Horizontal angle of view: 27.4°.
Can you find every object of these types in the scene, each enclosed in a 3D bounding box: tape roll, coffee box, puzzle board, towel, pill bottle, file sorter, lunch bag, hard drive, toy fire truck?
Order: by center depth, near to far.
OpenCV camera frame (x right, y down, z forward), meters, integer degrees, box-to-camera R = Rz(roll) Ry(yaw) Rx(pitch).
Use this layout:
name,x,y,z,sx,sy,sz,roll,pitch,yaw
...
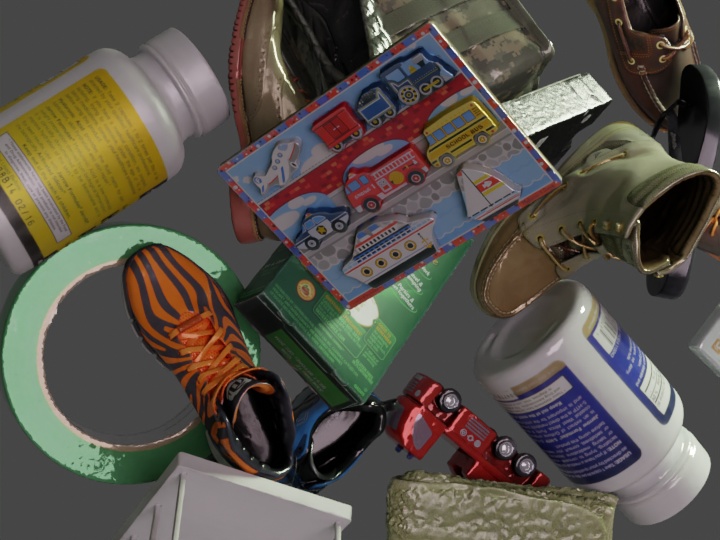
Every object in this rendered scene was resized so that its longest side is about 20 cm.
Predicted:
name,x,y,z,sx,sy,sz,roll,pitch,yaw
puzzle board,0.018,-0.066,1.039,0.200,0.017,0.151,-31,113,29
file sorter,-0.116,0.252,1.085,0.139,0.200,0.125,21,44,-19
pill bottle,-0.201,-0.094,1.091,0.200,0.111,0.111,-35,104,-14
tape roll,-0.179,0.063,1.144,0.200,0.048,0.201,-2,95,-20
hard drive,0.097,-0.079,1.148,0.038,0.140,0.200,50,43,13
lunch bag,0.027,-0.191,1.152,0.164,0.118,0.200,-27,72,-15
coffee box,0.000,0.000,1.164,0.123,0.044,0.200,48,52,-17
towel,0.109,0.242,1.211,0.200,0.036,0.149,8,96,-12
pill bottle,0.200,0.116,1.246,0.120,0.120,0.200,-46,107,-11
toy fire truck,0.082,0.197,1.247,0.200,0.049,0.141,41,82,-17

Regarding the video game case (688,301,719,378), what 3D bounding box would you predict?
name,x,y,z,sx,sy,sz,roll,pitch,yaw
video game case,0.424,0.064,1.374,0.200,0.023,0.182,43,80,-18

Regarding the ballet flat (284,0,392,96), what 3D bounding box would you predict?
name,x,y,z,sx,sy,sz,roll,pitch,yaw
ballet flat,-0.024,-0.202,1.060,0.066,0.057,0.200,-29,76,-1

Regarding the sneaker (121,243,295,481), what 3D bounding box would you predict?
name,x,y,z,sx,sy,sz,roll,pitch,yaw
sneaker,-0.101,0.066,1.083,0.078,0.112,0.200,-34,97,-16

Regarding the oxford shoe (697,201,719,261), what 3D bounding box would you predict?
name,x,y,z,sx,sy,sz,roll,pitch,yaw
oxford shoe,0.291,-0.054,1.286,0.200,0.073,0.071,18,89,-12

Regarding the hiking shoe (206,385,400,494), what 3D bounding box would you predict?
name,x,y,z,sx,sy,sz,roll,pitch,yaw
hiking shoe,-0.064,0.155,1.171,0.200,0.087,0.074,-43,106,-12

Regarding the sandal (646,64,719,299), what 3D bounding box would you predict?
name,x,y,z,sx,sy,sz,roll,pitch,yaw
sandal,0.260,-0.078,1.221,0.043,0.076,0.200,12,82,-7

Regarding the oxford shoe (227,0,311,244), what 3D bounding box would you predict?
name,x,y,z,sx,sy,sz,roll,pitch,yaw
oxford shoe,-0.058,-0.121,1.109,0.075,0.070,0.200,0,97,9

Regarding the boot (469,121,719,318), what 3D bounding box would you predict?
name,x,y,z,sx,sy,sz,roll,pitch,yaw
boot,0.183,-0.023,1.169,0.200,0.155,0.072,-46,115,2

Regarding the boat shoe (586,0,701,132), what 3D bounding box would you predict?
name,x,y,z,sx,sy,sz,roll,pitch,yaw
boat shoe,0.246,-0.207,1.266,0.070,0.070,0.200,-37,106,-17
